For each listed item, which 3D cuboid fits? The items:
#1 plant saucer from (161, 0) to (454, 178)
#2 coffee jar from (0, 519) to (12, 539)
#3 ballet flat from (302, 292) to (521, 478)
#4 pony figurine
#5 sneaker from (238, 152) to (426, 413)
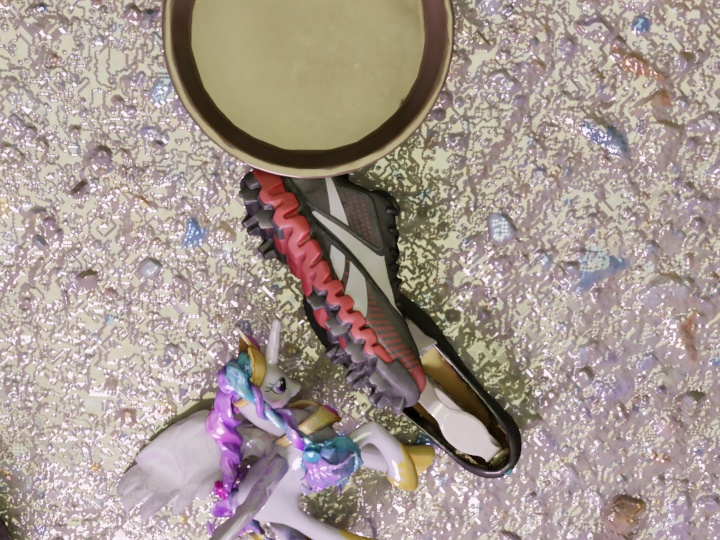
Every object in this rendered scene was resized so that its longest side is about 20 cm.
[{"bbox_3d":[-0.036,-0.163,1.236,0.199,0.029,0.201,0,89,-3],"label":"plant saucer"},{"bbox_3d":[-0.338,0.242,1.272,0.199,0.104,0.086,-17,96,-1],"label":"coffee jar"},{"bbox_3d":[0.042,0.073,1.280,0.200,0.068,0.068,41,96,-9],"label":"ballet flat"},{"bbox_3d":[-0.064,0.146,1.259,0.200,0.167,0.193,38,97,-31],"label":"pony figurine"},{"bbox_3d":[0.000,0.000,1.236,0.098,0.071,0.201,-27,69,-14],"label":"sneaker"}]
